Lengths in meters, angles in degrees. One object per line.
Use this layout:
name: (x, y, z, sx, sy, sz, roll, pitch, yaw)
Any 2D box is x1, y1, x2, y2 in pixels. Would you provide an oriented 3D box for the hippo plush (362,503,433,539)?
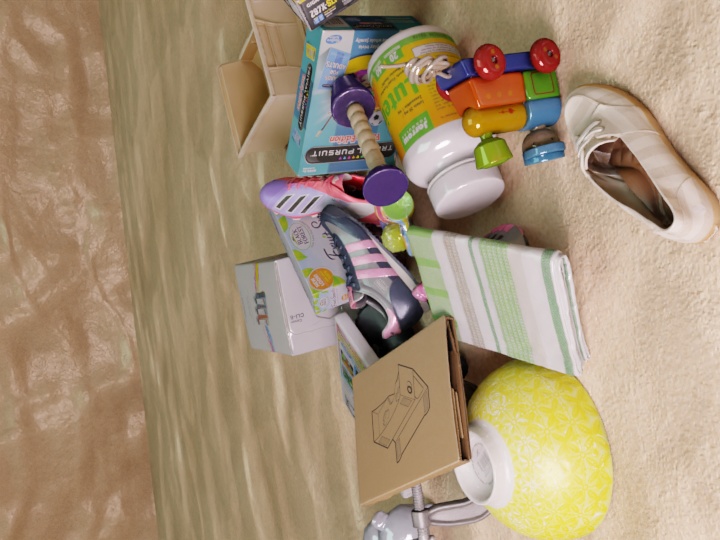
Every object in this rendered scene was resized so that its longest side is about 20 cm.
hippo plush: (0.046, 0.409, 1.123, 0.200, 0.157, 0.163, -41, 62, 59)

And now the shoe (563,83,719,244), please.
shoe: (0.235, -0.100, 0.728, 0.201, 0.053, 0.071, 59, 145, 38)

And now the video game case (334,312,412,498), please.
video game case: (0.020, 0.185, 1.140, 0.200, 0.023, 0.184, 53, 155, 44)

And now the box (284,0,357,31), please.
box: (-0.018, -0.394, 0.999, 0.160, 0.199, 0.050, 56, 178, 43)

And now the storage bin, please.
storage bin: (-0.163, -0.332, 1.403, 0.200, 0.092, 0.201, -43, 59, 58)

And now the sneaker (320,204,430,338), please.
sneaker: (0.000, 0.000, 1.070, 0.200, 0.082, 0.070, 46, 170, 19)

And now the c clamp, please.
c clamp: (0.088, 0.236, 0.997, 0.027, 0.168, 0.204, 148, 119, -87)

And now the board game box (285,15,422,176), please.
board game box: (-0.007, -0.224, 1.064, 0.047, 0.149, 0.202, 54, 142, 41)

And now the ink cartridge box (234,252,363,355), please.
ink cartridge box: (-0.091, 0.043, 1.295, 0.199, 0.143, 0.147, -2, 100, 63)

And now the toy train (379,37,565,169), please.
toy train: (0.113, -0.151, 0.799, 0.084, 0.198, 0.118, -15, 88, 62)

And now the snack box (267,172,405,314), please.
snack box: (-0.039, -0.051, 1.176, 0.053, 0.140, 0.201, 84, 161, -54)

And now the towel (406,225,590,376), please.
towel: (0.143, 0.025, 0.869, 0.199, 0.031, 0.151, 16, 133, 46)

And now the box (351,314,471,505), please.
box: (0.052, 0.166, 0.953, 0.200, 0.021, 0.166, -41, 45, 48)

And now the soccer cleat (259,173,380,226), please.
soccer cleat: (-0.048, -0.109, 1.134, 0.077, 0.197, 0.067, 80, -155, -53)

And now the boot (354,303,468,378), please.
boot: (0.057, 0.101, 1.105, 0.170, 0.075, 0.201, 66, 155, 22)

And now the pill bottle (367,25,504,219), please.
pill bottle: (0.089, -0.165, 0.935, 0.111, 0.110, 0.202, -53, 51, 54)

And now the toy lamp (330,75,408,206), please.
toy lamp: (0.004, -0.156, 0.946, 0.202, 0.057, 0.059, -106, 25, -43)

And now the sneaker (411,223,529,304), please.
sneaker: (0.141, 0.018, 0.947, 0.096, 0.079, 0.200, 56, 150, 4)

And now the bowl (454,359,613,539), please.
bowl: (0.164, 0.201, 0.891, 0.200, 0.106, 0.203, 25, 119, 58)

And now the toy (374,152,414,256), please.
toy: (0.043, -0.064, 1.023, 0.200, 0.046, 0.117, 65, -165, -83)
